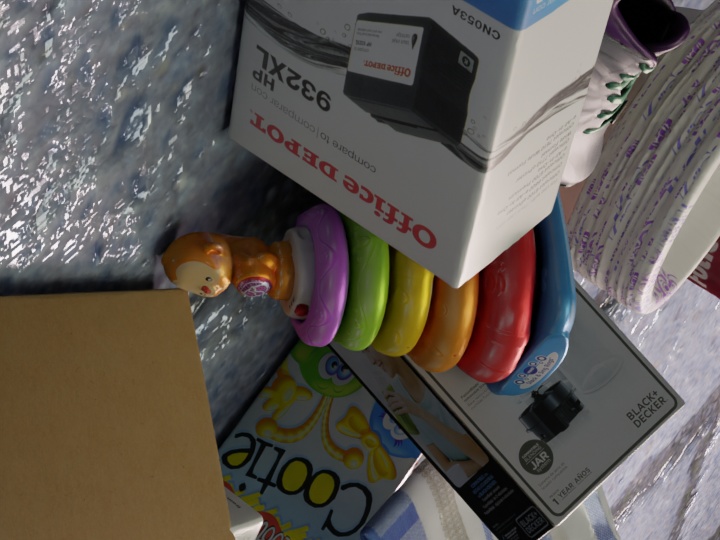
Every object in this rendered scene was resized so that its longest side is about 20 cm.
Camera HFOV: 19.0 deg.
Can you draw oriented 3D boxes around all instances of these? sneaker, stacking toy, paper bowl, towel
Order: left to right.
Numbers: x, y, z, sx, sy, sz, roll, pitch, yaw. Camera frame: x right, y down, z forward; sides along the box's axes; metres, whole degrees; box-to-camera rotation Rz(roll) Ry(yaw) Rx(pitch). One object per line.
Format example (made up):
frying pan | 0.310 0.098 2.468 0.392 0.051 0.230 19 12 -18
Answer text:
stacking toy | 0.000 0.000 1.062 0.199 0.110 0.116 2 155 -18
towel | 0.080 0.154 1.230 0.200 0.024 0.147 -40 117 -44
sneaker | 0.119 -0.100 1.064 0.075 0.087 0.200 -60 155 -26
paper bowl | 0.189 -0.082 1.330 0.201 0.104 0.201 -49 163 -20

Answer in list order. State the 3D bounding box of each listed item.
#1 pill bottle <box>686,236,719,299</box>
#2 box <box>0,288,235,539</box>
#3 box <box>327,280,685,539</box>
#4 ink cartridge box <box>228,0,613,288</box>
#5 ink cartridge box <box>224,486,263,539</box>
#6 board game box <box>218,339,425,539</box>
pill bottle | 0.250 -0.044 1.475 0.114 0.200 0.114 -46 156 -27
box | -0.119 0.090 0.965 0.200 0.021 0.164 -2 80 -65
box | 0.065 0.039 1.168 0.117 0.200 0.060 -39 174 -29
ink cartridge box | 0.027 -0.114 0.956 0.084 0.145 0.201 -39 153 -38
ink cartridge box | -0.155 0.177 1.061 0.200 0.084 0.146 -11 130 -62
board game box | -0.004 0.103 1.261 0.200 0.103 0.105 -54 160 -9
